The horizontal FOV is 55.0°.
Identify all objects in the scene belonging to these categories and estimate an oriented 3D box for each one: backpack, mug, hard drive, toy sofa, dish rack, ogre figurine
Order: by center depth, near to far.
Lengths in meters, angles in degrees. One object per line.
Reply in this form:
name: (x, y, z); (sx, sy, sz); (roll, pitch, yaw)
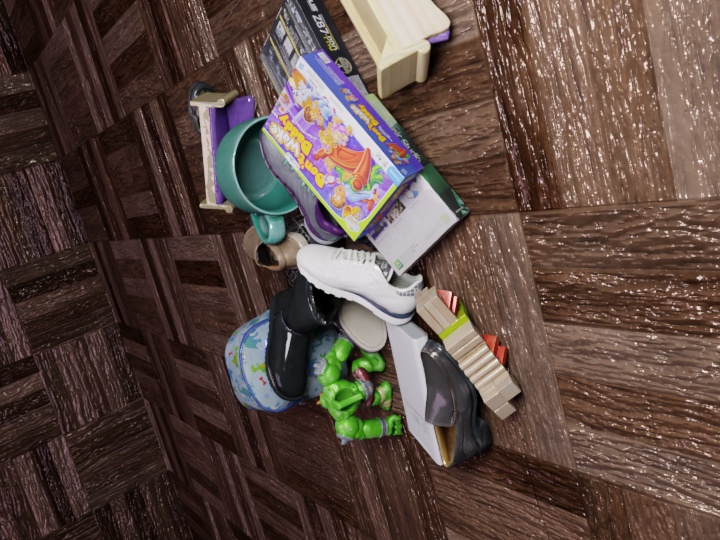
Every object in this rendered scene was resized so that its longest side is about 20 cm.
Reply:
toy sofa: (0.022, -0.322, 0.824); (0.202, 0.096, 0.083); (62, 177, 9)
hard drive: (0.086, 0.175, 1.050); (0.132, 0.026, 0.203); (-144, 40, -69)
mug: (-0.167, -0.155, 1.127); (0.151, 0.187, 0.114); (31, 168, -32)
ogre figurine: (-0.009, 0.197, 1.157); (0.097, 0.119, 0.203); (17, 123, 52)
toy sofa: (-0.237, -0.212, 1.233); (0.096, 0.083, 0.203); (5, 115, 9)
dish rack: (-0.131, -0.072, 1.243); (0.201, 0.054, 0.154); (51, 147, 23)
backpack: (-0.132, 0.156, 1.244); (0.146, 0.198, 0.186); (-7, 103, 58)

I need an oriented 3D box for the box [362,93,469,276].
box: (0.035, -0.110, 0.920); (0.201, 0.036, 0.144); (50, 137, 5)

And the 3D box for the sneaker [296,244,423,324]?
sneaker: (0.000, 0.000, 1.018); (0.197, 0.077, 0.081); (23, 137, 6)

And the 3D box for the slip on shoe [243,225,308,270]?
slip on shoe: (-0.162, -0.035, 1.206); (0.199, 0.060, 0.077); (16, 124, 51)

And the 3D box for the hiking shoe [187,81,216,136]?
hiking shoe: (-0.256, -0.265, 1.311); (0.100, 0.075, 0.203); (-4, 113, 46)

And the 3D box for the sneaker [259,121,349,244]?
sneaker: (-0.070, -0.134, 0.999); (0.202, 0.074, 0.087); (58, 157, -13)

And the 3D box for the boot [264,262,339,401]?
boot: (-0.089, 0.091, 1.095); (0.162, 0.072, 0.202); (-35, 53, 51)

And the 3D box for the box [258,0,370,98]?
box: (-0.070, -0.281, 1.018); (0.202, 0.049, 0.161); (62, 147, 9)

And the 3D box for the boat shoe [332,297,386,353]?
boat shoe: (-0.019, 0.066, 1.144); (0.201, 0.072, 0.063); (53, 154, 32)

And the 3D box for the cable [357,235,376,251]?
cable: (0.007, -0.117, 0.998); (0.165, 0.050, 0.200); (64, 148, 7)

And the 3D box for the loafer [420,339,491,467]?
loafer: (0.120, 0.189, 0.954); (0.072, 0.072, 0.202); (18, 137, 58)

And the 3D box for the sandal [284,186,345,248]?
sandal: (-0.066, -0.110, 1.104); (0.043, 0.076, 0.203); (11, 128, 56)

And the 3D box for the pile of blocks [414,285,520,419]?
pile of blocks: (0.152, 0.095, 0.916); (0.062, 0.082, 0.201); (-38, 84, 14)

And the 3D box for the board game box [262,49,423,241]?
board game box: (-0.028, -0.158, 0.889); (0.201, 0.045, 0.135); (50, 136, 8)
